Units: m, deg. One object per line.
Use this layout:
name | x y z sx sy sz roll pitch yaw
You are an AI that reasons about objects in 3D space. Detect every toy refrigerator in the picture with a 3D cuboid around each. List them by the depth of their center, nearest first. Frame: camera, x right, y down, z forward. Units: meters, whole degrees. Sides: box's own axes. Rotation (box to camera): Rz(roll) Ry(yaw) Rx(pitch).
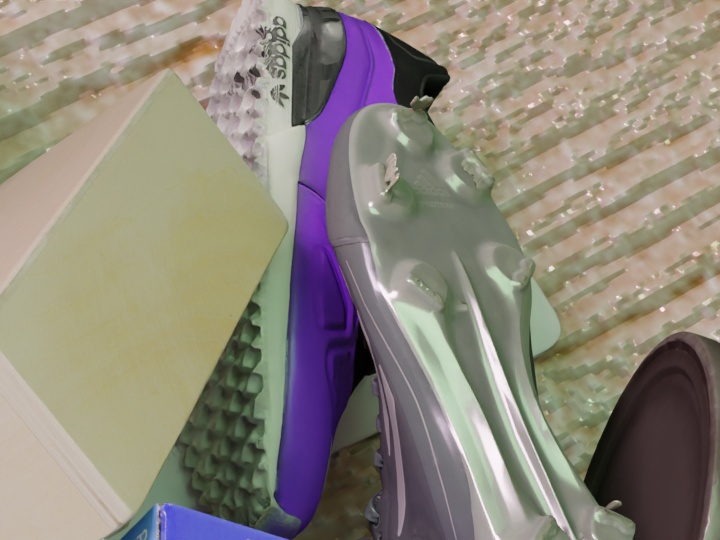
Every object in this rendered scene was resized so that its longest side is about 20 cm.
toy refrigerator | -0.083 0.020 0.778 0.070 0.076 0.200 52 21 -12

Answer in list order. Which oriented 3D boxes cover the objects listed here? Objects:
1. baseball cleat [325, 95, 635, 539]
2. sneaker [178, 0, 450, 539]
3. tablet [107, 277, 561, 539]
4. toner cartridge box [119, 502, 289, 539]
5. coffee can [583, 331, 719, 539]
baseball cleat | 0.018 0.051 0.847 0.070 0.106 0.200 5 55 -39
sneaker | 0.000 0.000 0.922 0.099 0.070 0.201 14 59 -19
tablet | -0.041 0.007 0.953 0.200 0.014 0.130 -23 69 -29
toner cartridge box | 0.010 0.128 0.753 0.200 0.095 0.043 20 46 -25
coffee can | 0.174 0.115 0.878 0.199 0.146 0.147 15 56 -9
